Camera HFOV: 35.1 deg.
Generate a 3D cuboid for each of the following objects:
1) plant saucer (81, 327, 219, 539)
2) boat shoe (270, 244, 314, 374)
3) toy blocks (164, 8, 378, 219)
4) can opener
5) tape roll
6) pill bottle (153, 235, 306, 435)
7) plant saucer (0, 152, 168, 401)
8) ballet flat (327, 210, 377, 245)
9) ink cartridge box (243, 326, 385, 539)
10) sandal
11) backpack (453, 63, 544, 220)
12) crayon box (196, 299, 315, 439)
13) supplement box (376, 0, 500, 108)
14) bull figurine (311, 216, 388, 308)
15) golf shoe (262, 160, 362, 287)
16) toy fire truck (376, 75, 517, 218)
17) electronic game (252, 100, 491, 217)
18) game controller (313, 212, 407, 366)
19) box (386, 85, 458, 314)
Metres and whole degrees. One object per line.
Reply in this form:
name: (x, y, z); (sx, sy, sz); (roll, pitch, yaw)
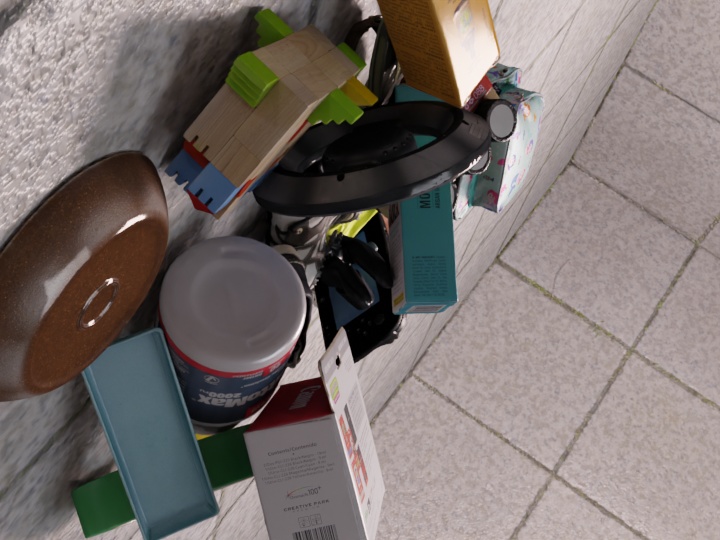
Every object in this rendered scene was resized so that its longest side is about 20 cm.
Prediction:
plant saucer: (-0.173, 0.137, 0.941); (0.070, 0.019, 0.201); (-21, 121, -15)
boat shoe: (-0.087, 0.067, 1.093); (0.072, 0.063, 0.200); (-12, 139, -28)
toy blocks: (-0.077, -0.098, 0.808); (0.137, 0.100, 0.200); (-46, -176, 22)
can opener: (0.000, 0.000, 1.127); (0.063, 0.079, 0.200); (-52, -169, -3)
tape roll: (-0.174, 0.199, 1.093); (0.200, 0.048, 0.200); (-20, 171, -3)
pill bottle: (-0.122, 0.067, 0.992); (0.120, 0.119, 0.200); (-50, 173, -30)
plant saucer: (-0.188, 0.014, 0.767); (0.201, 0.037, 0.200); (-54, 170, -14)
ballet flat: (0.001, -0.094, 1.247); (0.200, 0.067, 0.067); (-50, 149, -22)
ink cartridge box: (-0.041, 0.157, 1.041); (0.084, 0.176, 0.200); (-13, -176, 6)
sandal: (0.010, -0.187, 1.009); (0.080, 0.057, 0.201); (-59, -178, -13)
backpack: (0.140, -0.170, 1.397); (0.200, 0.150, 0.178); (-53, 155, -61)
crayon box: (-0.132, 0.088, 1.217); (0.200, 0.051, 0.127); (-55, 170, -7)
supplement box: (0.052, -0.218, 0.871); (0.067, 0.069, 0.200); (-53, 145, -19)
bull figurine: (0.002, -0.034, 1.420); (0.200, 0.065, 0.121); (-61, 171, 33)
golf shoe: (-0.069, -0.040, 1.100); (0.094, 0.078, 0.200); (12, 117, -54)
toy fire truck: (0.056, -0.172, 1.167); (0.176, 0.200, 0.129); (-51, -150, -20)
electronic game: (0.008, -0.091, 0.928); (0.200, 0.199, 0.042); (-44, 126, -48)
game controller: (-0.006, 0.014, 1.261); (0.104, 0.200, 0.042); (-29, 133, 16)
box: (0.054, -0.063, 1.054); (0.082, 0.049, 0.201); (127, -39, -79)
